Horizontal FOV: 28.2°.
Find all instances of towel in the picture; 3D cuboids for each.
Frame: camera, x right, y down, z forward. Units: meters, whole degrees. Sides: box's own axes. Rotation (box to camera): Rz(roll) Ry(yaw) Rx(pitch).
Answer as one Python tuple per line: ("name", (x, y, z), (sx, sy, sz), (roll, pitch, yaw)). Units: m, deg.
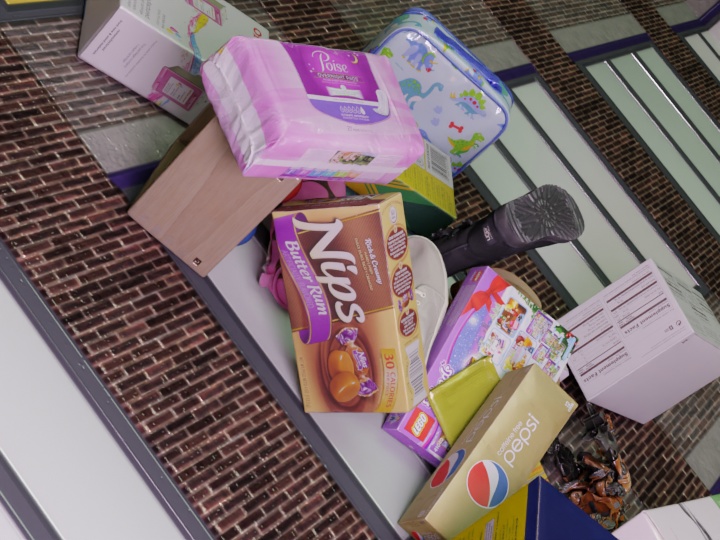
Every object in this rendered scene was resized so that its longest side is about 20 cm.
("towel", (0.141, 0.193, 1.457), (0.086, 0.018, 0.201), (-29, 99, -25))

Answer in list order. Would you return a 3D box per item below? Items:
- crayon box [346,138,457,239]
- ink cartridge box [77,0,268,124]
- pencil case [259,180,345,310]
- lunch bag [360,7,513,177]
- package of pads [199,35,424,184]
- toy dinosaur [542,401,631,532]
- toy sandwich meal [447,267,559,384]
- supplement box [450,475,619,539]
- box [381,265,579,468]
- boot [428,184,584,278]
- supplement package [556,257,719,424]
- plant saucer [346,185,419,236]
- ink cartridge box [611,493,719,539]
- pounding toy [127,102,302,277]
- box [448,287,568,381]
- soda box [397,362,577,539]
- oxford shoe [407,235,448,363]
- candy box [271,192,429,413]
("crayon box", (0.023, -0.135, 1.693), (0.199, 0.051, 0.128), (34, 33, -25))
("ink cartridge box", (-0.196, -0.246, 1.553), (0.199, 0.085, 0.145), (31, 34, -29))
("pencil case", (-0.059, -0.048, 1.511), (0.093, 0.091, 0.201), (1, 40, -4))
("lunch bag", (0.087, -0.222, 1.822), (0.200, 0.161, 0.083), (38, 31, -15))
("package of pads", (-0.043, -0.147, 1.321), (0.199, 0.076, 0.121), (-1, 62, -46))
("toy dinosaur", (0.262, 0.232, 1.627), (0.136, 0.102, 0.200), (55, 9, -19))
("toy sandwich meal", (0.147, 0.097, 1.591), (0.204, 0.070, 0.207), (13, 72, -45))
("supplement box", (0.121, 0.292, 1.230), (0.109, 0.200, 0.110), (38, 31, -15))
("box", (0.127, 0.116, 1.487), (0.136, 0.039, 0.201), (37, 72, -19))
("boot", (0.127, -0.025, 1.578), (0.164, 0.199, 0.066), (-6, 72, -50))
("supplement package", (0.356, 0.093, 1.781), (0.200, 0.155, 0.112), (25, 34, -56))
("plant saucer", (0.009, -0.067, 1.675), (0.199, 0.027, 0.201), (32, 34, -25))
("ink cartridge box", (0.315, 0.314, 1.517), (0.199, 0.146, 0.085), (4, 50, -51))
("pounding toy", (-0.098, -0.114, 1.428), (0.142, 0.184, 0.200), (41, 30, -13))
("box", (0.163, 0.083, 1.690), (0.199, 0.041, 0.039), (30, 34, -31))
("soda box", (0.125, 0.187, 1.392), (0.064, 0.068, 0.200), (42, 65, -8))
("oxford shoe", (0.045, 0.044, 1.456), (0.058, 0.074, 0.201), (63, 34, -51))
("candy box", (-0.008, 0.032, 1.356), (0.056, 0.116, 0.202), (-32, 117, -60))
